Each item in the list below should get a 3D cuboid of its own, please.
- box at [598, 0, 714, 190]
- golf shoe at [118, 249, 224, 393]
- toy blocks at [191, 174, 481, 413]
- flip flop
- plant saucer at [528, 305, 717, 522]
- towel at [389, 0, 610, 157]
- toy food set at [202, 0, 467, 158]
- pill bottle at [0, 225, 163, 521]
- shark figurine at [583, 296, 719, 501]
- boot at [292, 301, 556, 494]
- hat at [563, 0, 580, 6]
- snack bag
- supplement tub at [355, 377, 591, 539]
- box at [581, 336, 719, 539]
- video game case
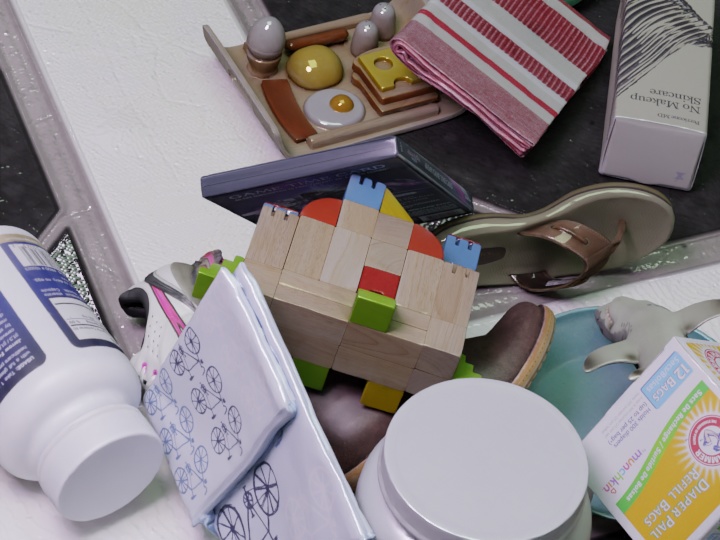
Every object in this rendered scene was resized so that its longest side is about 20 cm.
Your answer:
[{"bbox_3d":[0.251,-0.163,1.669,0.082,0.068,0.200,10,46,1],"label":"box"},{"bbox_3d":[-0.114,0.079,1.394,0.092,0.073,0.200,-18,50,-1],"label":"golf shoe"},{"bbox_3d":[0.000,0.000,1.316,0.200,0.100,0.137,17,47,-2],"label":"toy blocks"},{"bbox_3d":[0.144,-0.015,1.505,0.200,0.081,0.058,-9,40,-11],"label":"flip flop"},{"bbox_3d":[0.193,0.111,1.428,0.200,0.036,0.200,5,47,-5],"label":"plant saucer"},{"bbox_3d":[0.120,-0.188,1.660,0.144,0.023,0.200,39,42,1],"label":"towel"},{"bbox_3d":[-0.013,-0.175,1.646,0.200,0.060,0.144,-17,52,-23],"label":"toy food set"},{"bbox_3d":[-0.219,0.072,1.350,0.111,0.111,0.200,-23,54,-27],"label":"pill bottle"},{"bbox_3d":[0.203,0.096,1.373,0.128,0.090,0.214,-10,30,29],"label":"shark figurine"},{"bbox_3d":[0.026,0.053,1.357,0.166,0.072,0.200,42,65,-3],"label":"boot"},{"bbox_3d":[0.138,-0.318,1.832,0.166,0.176,0.200,0,87,-6],"label":"hat"},{"bbox_3d":[-0.071,0.123,1.255,0.021,0.189,0.200,-14,68,-32],"label":"snack bag"},{"bbox_3d":[0.063,0.177,1.233,0.145,0.200,0.145,4,46,-5],"label":"supplement tub"},{"bbox_3d":[0.242,0.120,1.265,0.200,0.113,0.101,8,36,-52],"label":"box"},{"bbox_3d":[-0.012,-0.054,1.425,0.143,0.200,0.019,-11,77,16],"label":"video game case"}]
